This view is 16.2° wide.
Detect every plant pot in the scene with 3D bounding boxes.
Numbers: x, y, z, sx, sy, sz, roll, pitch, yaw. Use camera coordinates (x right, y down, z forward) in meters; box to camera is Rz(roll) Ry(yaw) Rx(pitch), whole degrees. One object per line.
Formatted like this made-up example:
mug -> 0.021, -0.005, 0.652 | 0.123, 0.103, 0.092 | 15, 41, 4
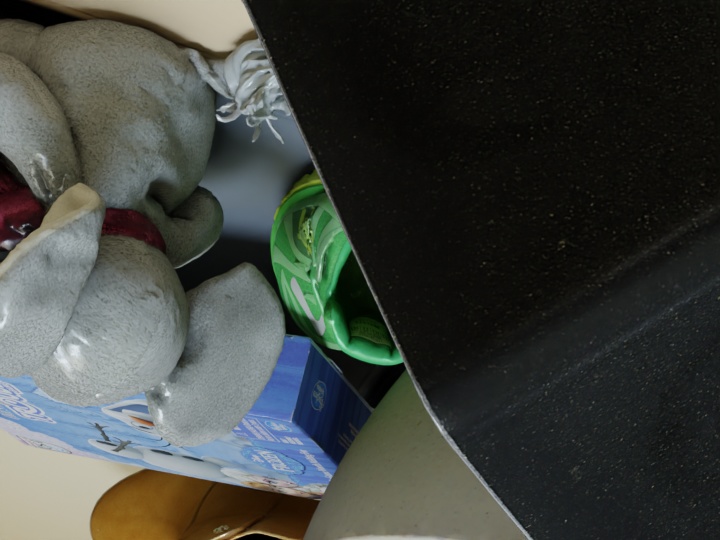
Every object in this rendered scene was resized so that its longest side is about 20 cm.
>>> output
plant pot -> 0.096, -0.032, 0.767 | 0.177, 0.200, 0.200 | -30, 144, 6

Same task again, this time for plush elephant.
plush elephant -> -0.112, -0.010, 1.001 | 0.199, 0.155, 0.165 | -5, 150, 38

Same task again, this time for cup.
cup -> 0.083, 0.092, 1.130 | 0.199, 0.144, 0.200 | 12, 156, 6

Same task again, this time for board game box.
board game box -> -0.099, 0.060, 1.206 | 0.198, 0.044, 0.200 | 10, 166, 15

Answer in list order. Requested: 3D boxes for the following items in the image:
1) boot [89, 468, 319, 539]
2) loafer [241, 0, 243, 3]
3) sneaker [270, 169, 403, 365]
boot -> -0.082, 0.143, 1.356 | 0.200, 0.071, 0.144 | -7, -174, 22
loafer -> 0.015, -0.074, 0.891 | 0.073, 0.071, 0.200 | -10, 146, 44
sneaker -> 0.000, 0.000, 1.046 | 0.074, 0.084, 0.200 | 18, 160, -7
